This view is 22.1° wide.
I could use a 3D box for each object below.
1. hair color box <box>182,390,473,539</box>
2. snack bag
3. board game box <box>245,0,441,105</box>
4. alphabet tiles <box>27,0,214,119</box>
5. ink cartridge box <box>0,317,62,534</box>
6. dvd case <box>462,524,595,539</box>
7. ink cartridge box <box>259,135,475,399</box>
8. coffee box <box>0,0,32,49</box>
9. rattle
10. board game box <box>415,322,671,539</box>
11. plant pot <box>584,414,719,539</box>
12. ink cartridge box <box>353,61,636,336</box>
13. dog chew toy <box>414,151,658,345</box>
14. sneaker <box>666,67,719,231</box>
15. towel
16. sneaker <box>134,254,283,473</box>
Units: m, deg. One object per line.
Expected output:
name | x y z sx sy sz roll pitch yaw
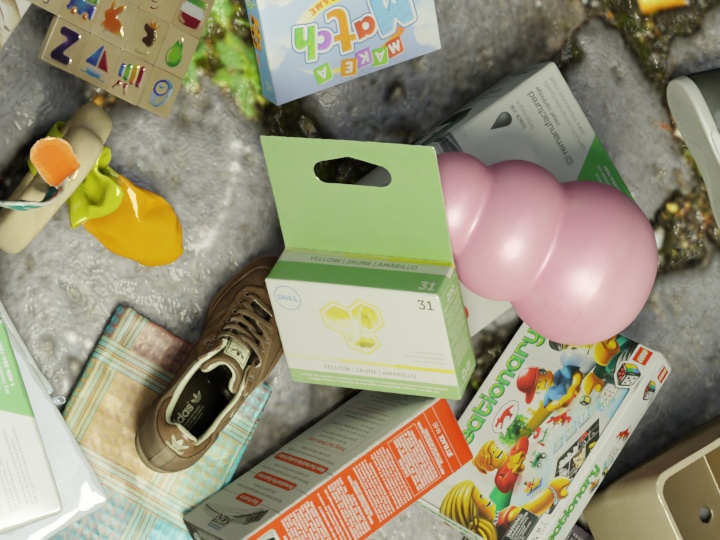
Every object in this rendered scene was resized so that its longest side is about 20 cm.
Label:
hair color box | -0.025 0.167 1.406 0.199 0.111 0.064 -33 107 -21
snack bag | -0.304 0.135 1.355 0.188 0.021 0.201 -33 95 -14
board game box | -0.022 -0.246 1.427 0.150 0.037 0.202 -21 120 -19
alphabet tiles | -0.182 -0.222 1.361 0.199 0.008 0.169 23 88 -47
ink cartridge box | -0.327 0.133 1.293 0.198 0.087 0.147 -19 91 -16
dvd case | 0.157 0.286 1.531 0.199 0.016 0.149 35 77 -15
ink cartridge box | 0.000 0.000 1.358 0.048 0.144 0.201 -60 147 -44
coffee box | -0.280 -0.241 1.347 0.113 0.080 0.201 34 79 -16
rattle | -0.187 -0.038 1.314 0.130 0.200 0.143 -39 101 -16
board game box | 0.144 0.130 1.475 0.201 0.126 0.035 -56 142 -12
plant pot | 0.296 0.214 1.479 0.199 0.177 0.202 -27 96 -26
ink cartridge box | 0.100 -0.050 1.479 0.199 0.084 0.147 -36 102 -17
dog chew toy | 0.121 -0.025 1.382 0.198 0.124 0.126 23 82 -12
sneaker | 0.344 -0.089 1.574 0.098 0.071 0.202 -24 93 -13
towel | -0.169 0.148 1.413 0.146 0.022 0.201 30 79 -18
sneaker | -0.094 0.068 1.395 0.070 0.075 0.201 37 63 -13
